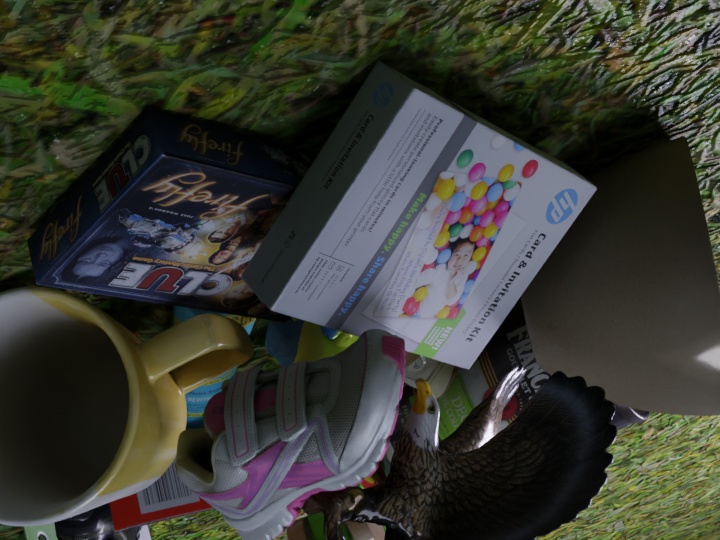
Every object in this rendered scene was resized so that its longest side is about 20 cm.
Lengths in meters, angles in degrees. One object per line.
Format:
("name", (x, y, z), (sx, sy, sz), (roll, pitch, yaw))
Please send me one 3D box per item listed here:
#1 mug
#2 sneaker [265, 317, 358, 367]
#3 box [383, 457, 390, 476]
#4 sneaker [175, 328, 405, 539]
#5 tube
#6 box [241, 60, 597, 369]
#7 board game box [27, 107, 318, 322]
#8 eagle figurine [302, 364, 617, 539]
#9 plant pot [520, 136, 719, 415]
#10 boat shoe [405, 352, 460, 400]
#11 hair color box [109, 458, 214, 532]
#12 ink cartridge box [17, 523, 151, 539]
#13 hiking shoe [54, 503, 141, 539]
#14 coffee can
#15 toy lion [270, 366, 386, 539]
("mug", (-0.173, 0.098, 0.880), (0.186, 0.150, 0.153), (6, 172, 15))
("sneaker", (0.000, 0.000, 0.920), (0.200, 0.105, 0.076), (-50, 135, -1))
("box", (0.018, 0.201, 1.185), (0.116, 0.200, 0.060), (-6, 153, -29))
("sneaker", (-0.049, 0.100, 0.820), (0.088, 0.081, 0.200), (30, 125, -24))
("tube", (-0.114, 0.054, 0.972), (0.077, 0.050, 0.200), (-19, 152, -28))
("box", (0.042, -0.025, 0.821), (0.200, 0.041, 0.156), (20, 109, -48))
("board game box", (-0.084, -0.026, 0.811), (0.200, 0.035, 0.135), (11, 140, -44))
("eagle figurine", (0.061, 0.137, 0.890), (0.199, 0.152, 0.151), (-9, 142, -22))
("plant pot", (0.188, 0.014, 0.948), (0.134, 0.201, 0.200), (-10, 158, 12))
("boat shoe", (0.065, 0.020, 0.990), (0.066, 0.074, 0.200), (22, 129, -2))
("hair color box", (-0.136, 0.173, 1.105), (0.101, 0.061, 0.200), (-14, 173, 8))
("ink cartridge box", (-0.280, 0.305, 1.298), (0.059, 0.104, 0.200), (-29, 154, 19))
("hiking shoe", (-0.222, 0.216, 1.121), (0.076, 0.101, 0.200), (2, 169, 10))
("coffee can", (0.125, 0.101, 1.118), (0.200, 0.147, 0.146), (-29, 154, 20))
("toy lion", (-0.019, 0.155, 1.057), (0.069, 0.200, 0.192), (-27, 154, 10))
